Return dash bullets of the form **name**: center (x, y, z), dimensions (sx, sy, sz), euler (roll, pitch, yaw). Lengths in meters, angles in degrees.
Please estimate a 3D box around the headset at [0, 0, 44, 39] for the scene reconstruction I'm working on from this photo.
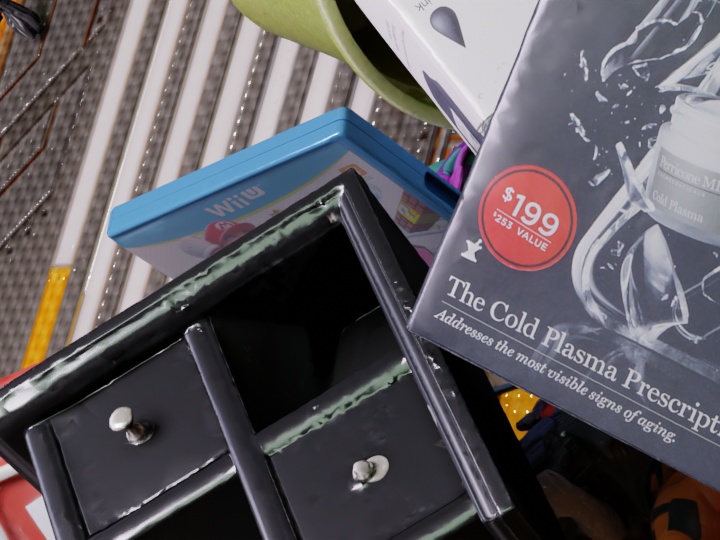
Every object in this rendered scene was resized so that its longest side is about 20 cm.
- **headset**: center (-0.183, -0.246, 1.627), dimensions (0.123, 0.094, 0.200), euler (3, 56, 51)

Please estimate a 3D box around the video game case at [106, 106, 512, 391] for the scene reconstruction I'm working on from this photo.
- **video game case**: center (0.005, 0.004, 1.178), dimensions (0.143, 0.200, 0.018), euler (-21, 48, 37)

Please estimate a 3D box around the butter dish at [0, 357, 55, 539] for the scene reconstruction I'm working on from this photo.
- **butter dish**: center (-0.077, 0.112, 1.256), dimensions (0.200, 0.148, 0.200), euler (-23, 98, 31)

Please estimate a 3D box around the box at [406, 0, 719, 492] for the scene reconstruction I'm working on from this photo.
- **box**: center (0.149, -0.021, 0.974), dimensions (0.200, 0.104, 0.182), euler (27, 105, 19)

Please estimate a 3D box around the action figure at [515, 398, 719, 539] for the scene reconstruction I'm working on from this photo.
- **action figure**: center (0.117, 0.107, 1.087), dimensions (0.200, 0.105, 0.193), euler (-38, 36, -6)

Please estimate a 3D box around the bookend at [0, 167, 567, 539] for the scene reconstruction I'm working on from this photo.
- **bookend**: center (-0.037, 0.096, 1.054), dimensions (0.200, 0.092, 0.199), euler (-31, 46, 8)

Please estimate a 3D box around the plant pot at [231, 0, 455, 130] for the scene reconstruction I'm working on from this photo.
- **plant pot**: center (0.017, -0.175, 1.293), dimensions (0.184, 0.200, 0.201), euler (13, 78, 59)

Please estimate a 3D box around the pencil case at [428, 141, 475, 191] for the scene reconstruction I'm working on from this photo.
- **pencil case**: center (0.000, 0.000, 1.269), dimensions (0.200, 0.092, 0.085), euler (-20, 55, 36)

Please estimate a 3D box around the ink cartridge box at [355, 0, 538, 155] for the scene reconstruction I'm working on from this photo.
- **ink cartridge box**: center (0.105, -0.101, 1.125), dimensions (0.145, 0.084, 0.200), euler (-37, 78, -3)
